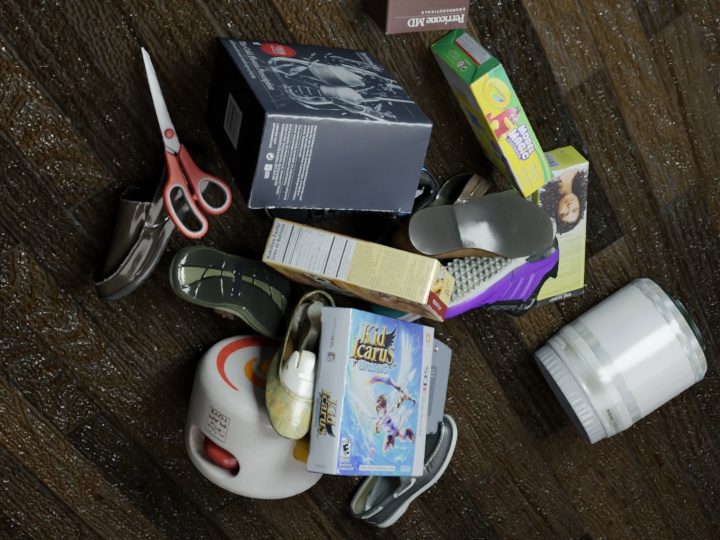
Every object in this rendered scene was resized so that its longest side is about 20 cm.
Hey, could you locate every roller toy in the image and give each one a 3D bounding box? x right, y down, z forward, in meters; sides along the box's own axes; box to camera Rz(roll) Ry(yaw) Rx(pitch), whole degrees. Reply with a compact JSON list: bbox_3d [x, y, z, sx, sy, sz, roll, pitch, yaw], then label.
[{"bbox_3d":[-0.116,0.169,1.436,0.179,0.201,0.142,8,119,-12],"label":"roller toy"}]

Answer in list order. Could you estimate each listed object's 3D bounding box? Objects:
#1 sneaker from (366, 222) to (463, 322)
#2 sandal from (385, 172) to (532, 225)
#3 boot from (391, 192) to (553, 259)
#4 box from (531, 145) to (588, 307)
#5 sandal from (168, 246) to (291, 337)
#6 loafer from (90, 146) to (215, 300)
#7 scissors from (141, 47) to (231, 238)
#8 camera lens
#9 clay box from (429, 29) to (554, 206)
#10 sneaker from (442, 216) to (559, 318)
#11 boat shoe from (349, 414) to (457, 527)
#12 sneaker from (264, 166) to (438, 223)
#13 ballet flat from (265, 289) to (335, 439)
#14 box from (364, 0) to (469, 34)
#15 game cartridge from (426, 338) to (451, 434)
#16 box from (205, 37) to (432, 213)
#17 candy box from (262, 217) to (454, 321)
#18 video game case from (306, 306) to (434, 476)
[{"bbox_3d":[0.085,-0.020,1.469,0.198,0.084,0.121,-30,137,0],"label":"sneaker"},{"bbox_3d":[0.121,-0.088,1.442,0.198,0.080,0.058,-3,109,-21],"label":"sandal"},{"bbox_3d":[0.128,-0.044,1.369,0.197,0.075,0.075,-3,80,-24],"label":"boot"},{"bbox_3d":[0.248,-0.054,1.532,0.074,0.050,0.203,-16,127,-13],"label":"box"},{"bbox_3d":[-0.152,0.020,1.397,0.200,0.057,0.081,28,67,-44],"label":"sandal"},{"bbox_3d":[-0.242,-0.059,1.314,0.071,0.073,0.201,33,95,-32],"label":"loafer"},{"bbox_3d":[-0.204,-0.130,1.260,0.073,0.014,0.202,-35,112,-16],"label":"scissors"},{"bbox_3d":[0.356,0.120,1.621,0.198,0.161,0.161,-33,128,1],"label":"camera lens"},{"bbox_3d":[0.158,-0.172,1.375,0.047,0.115,0.201,-34,129,1],"label":"clay box"},{"bbox_3d":[0.168,0.023,1.445,0.198,0.069,0.101,-30,124,-18],"label":"sneaker"},{"bbox_3d":[0.059,0.278,1.652,0.060,0.076,0.201,19,112,-38],"label":"boat shoe"},{"bbox_3d":[-0.006,-0.089,1.358,0.197,0.112,0.074,-16,117,-15],"label":"sneaker"},{"bbox_3d":[-0.065,0.099,1.367,0.069,0.202,0.071,5,133,6],"label":"ballet flat"},{"bbox_3d":[0.065,-0.356,1.244,0.098,0.075,0.203,-9,126,-18],"label":"box"},{"bbox_3d":[0.045,0.142,1.519,0.199,0.040,0.136,9,93,-53],"label":"game cartridge"},{"bbox_3d":[-0.049,-0.154,1.246,0.179,0.201,0.106,1,121,-24],"label":"box"},{"bbox_3d":[0.000,0.000,1.356,0.115,0.197,0.056,41,65,-71],"label":"candy box"},{"bbox_3d":[0.017,0.145,1.392,0.199,0.045,0.185,16,77,-57],"label":"video game case"}]
